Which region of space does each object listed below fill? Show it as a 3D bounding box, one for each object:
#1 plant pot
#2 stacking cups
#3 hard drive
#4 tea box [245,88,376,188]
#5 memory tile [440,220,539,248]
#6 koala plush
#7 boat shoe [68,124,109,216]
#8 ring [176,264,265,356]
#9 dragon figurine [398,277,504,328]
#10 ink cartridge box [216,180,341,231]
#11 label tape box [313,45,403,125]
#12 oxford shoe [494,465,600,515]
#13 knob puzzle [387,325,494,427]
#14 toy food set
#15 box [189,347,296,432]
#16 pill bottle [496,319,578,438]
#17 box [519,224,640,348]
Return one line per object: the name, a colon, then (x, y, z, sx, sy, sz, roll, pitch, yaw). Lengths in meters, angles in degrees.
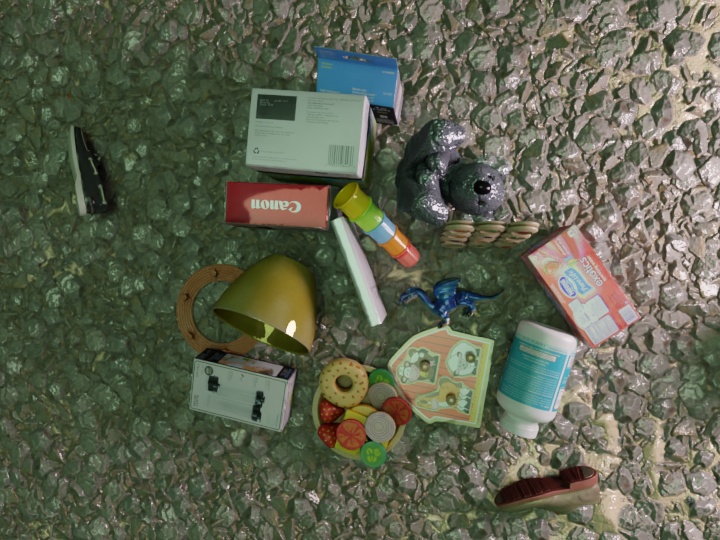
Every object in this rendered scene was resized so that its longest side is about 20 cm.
plant pot: (-0.162, 0.054, 0.996, 0.199, 0.200, 0.143, 20, 69, 7)
stacking cups: (0.039, -0.078, 0.966, 0.061, 0.061, 0.200, -46, 118, 7)
hard drive: (0.000, 0.000, 0.984, 0.026, 0.132, 0.201, -20, 90, 8)
tea box: (-0.081, -0.233, 0.952, 0.198, 0.197, 0.135, 6, 93, 8)
memory tile: (0.218, -0.061, 0.918, 0.152, 0.200, 0.017, 2, 84, 6)
koala plush: (0.177, -0.161, 0.958, 0.198, 0.184, 0.179, 11, 94, -14)
boat shoe: (-0.570, -0.210, 1.090, 0.060, 0.074, 0.201, -8, 72, -32)
ring: (-0.292, 0.087, 1.086, 0.199, 0.019, 0.202, 0, 93, 8)
dragon figurine: (0.172, 0.046, 0.999, 0.199, 0.059, 0.100, -23, 90, 9)
ink cartridge box: (-0.146, -0.119, 0.977, 0.198, 0.176, 0.085, 3, 93, 7)
label tape box: (-0.002, -0.323, 0.936, 0.143, 0.200, 0.064, 11, 93, 7)
oxford shoe: (0.356, 0.435, 0.987, 0.198, 0.070, 0.075, -17, 95, 9)
knob puzzle: (0.150, 0.205, 1.024, 0.218, 0.030, 0.222, 0, 93, 8)
toy food set: (-0.001, 0.282, 1.036, 0.196, 0.049, 0.202, 18, 96, 8)
box: (-0.237, 0.240, 1.055, 0.198, 0.060, 0.118, 11, 104, 8)
pill bottle: (0.318, 0.200, 0.960, 0.110, 0.111, 0.202, 17, 94, 7)
box: (0.393, 0.027, 0.950, 0.102, 0.095, 0.201, -36, 87, 8)
